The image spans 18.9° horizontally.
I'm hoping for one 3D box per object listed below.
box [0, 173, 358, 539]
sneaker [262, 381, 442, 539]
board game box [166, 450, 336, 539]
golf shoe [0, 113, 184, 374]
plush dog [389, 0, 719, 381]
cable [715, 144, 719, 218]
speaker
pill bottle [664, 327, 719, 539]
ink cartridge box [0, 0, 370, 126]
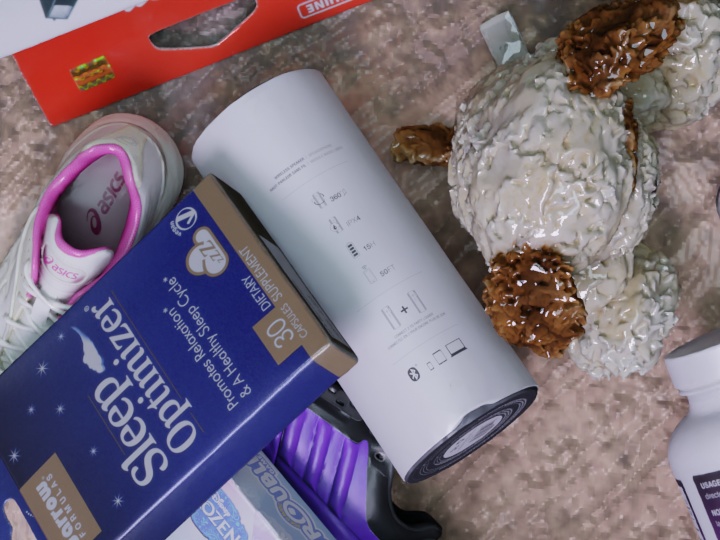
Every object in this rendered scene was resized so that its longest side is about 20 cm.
[{"bbox_3d":[-0.107,0.064,1.022,0.200,0.032,0.121,-44,56,9],"label":"box"},{"bbox_3d":[-0.027,0.075,1.098,0.099,0.070,0.201,-31,98,2],"label":"sneaker"},{"bbox_3d":[-0.063,0.213,1.055,0.200,0.043,0.199,49,119,14],"label":"board game box"},{"bbox_3d":[-0.158,0.012,1.089,0.075,0.092,0.201,24,94,0],"label":"golf shoe"},{"bbox_3d":[0.092,-0.052,1.035,0.159,0.172,0.202,13,93,1],"label":"plush dog"},{"bbox_3d":[0.245,0.007,1.082,0.097,0.050,0.201,-24,102,28],"label":"cable"},{"bbox_3d":[0.000,0.000,1.064,0.081,0.081,0.201,-36,75,3],"label":"speaker"},{"bbox_3d":[0.223,0.121,1.065,0.112,0.112,0.201,-22,91,3],"label":"pill bottle"},{"bbox_3d":[-0.093,-0.151,1.050,0.199,0.044,0.174,-21,136,3],"label":"ink cartridge box"}]
